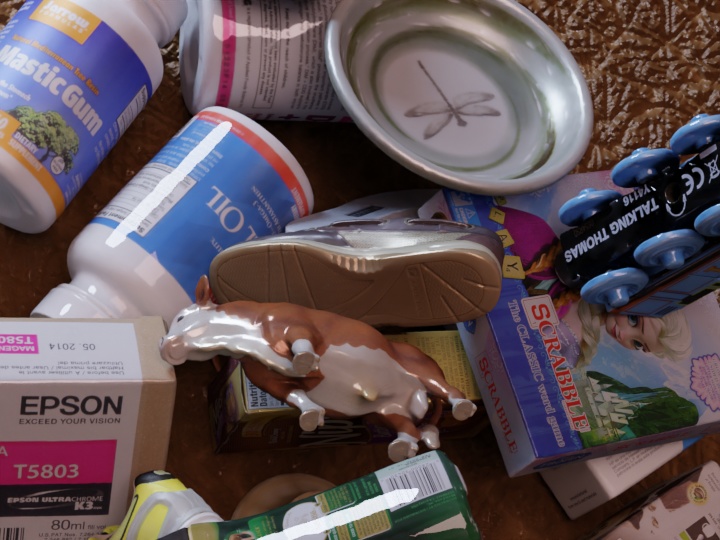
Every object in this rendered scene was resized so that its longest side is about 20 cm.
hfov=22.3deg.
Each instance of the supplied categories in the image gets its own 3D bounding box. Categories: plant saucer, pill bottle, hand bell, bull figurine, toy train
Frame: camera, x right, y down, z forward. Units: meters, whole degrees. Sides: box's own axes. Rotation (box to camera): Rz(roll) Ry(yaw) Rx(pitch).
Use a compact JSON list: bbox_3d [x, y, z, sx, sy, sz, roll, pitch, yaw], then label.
[{"bbox_3d":[0.063,-0.122,1.273,0.200,0.050,0.200,13,51,-16],"label":"plant saucer"},{"bbox_3d":[-0.210,-0.134,1.293,0.112,0.112,0.200,35,68,-3],"label":"pill bottle"},{"bbox_3d":[-0.019,0.165,1.204,0.104,0.200,0.104,5,71,-14],"label":"hand bell"},{"bbox_3d":[-0.133,-0.011,1.276,0.112,0.112,0.200,41,68,0],"label":"pill bottle"},{"bbox_3d":[-0.025,0.063,1.152,0.200,0.121,0.065,14,106,-25],"label":"bull figurine"},{"bbox_3d":[0.218,-0.036,1.192,0.114,0.200,0.087,5,63,-39],"label":"toy train"},{"bbox_3d":[-0.028,-0.167,1.354,0.200,0.113,0.114,0,73,-15],"label":"pill bottle"}]

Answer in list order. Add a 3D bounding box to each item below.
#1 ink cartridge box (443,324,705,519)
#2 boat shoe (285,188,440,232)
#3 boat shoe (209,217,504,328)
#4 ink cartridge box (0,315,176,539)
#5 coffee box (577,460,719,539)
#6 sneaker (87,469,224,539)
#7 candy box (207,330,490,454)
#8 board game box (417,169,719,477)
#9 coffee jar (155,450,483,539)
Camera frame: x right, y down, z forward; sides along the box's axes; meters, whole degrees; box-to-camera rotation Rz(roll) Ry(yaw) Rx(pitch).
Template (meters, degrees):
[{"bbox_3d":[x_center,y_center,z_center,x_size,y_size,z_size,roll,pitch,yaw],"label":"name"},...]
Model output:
[{"bbox_3d":[0.168,0.058,1.353,0.146,0.084,0.200,-29,81,-23],"label":"ink cartridge box"},{"bbox_3d":[0.023,-0.006,1.328,0.202,0.075,0.086,-20,113,-51],"label":"boat shoe"},{"bbox_3d":[0.000,0.000,1.213,0.200,0.065,0.072,-4,115,18],"label":"boat shoe"},{"bbox_3d":[-0.227,0.115,1.179,0.200,0.165,0.075,1,33,-15],"label":"ink cartridge box"},{"bbox_3d":[0.175,0.226,1.287,0.200,0.113,0.080,-31,83,-23],"label":"coffee box"},{"bbox_3d":[-0.147,0.209,1.177,0.075,0.200,0.076,1,45,-48],"label":"sneaker"},{"bbox_3d":[0.001,0.086,1.281,0.200,0.117,0.057,-1,71,-15],"label":"candy box"},{"bbox_3d":[0.160,0.029,1.272,0.199,0.041,0.200,-9,71,-31],"label":"board game box"},{"bbox_3d":[-0.028,0.183,1.070,0.200,0.104,0.085,-17,38,-4],"label":"coffee jar"}]
